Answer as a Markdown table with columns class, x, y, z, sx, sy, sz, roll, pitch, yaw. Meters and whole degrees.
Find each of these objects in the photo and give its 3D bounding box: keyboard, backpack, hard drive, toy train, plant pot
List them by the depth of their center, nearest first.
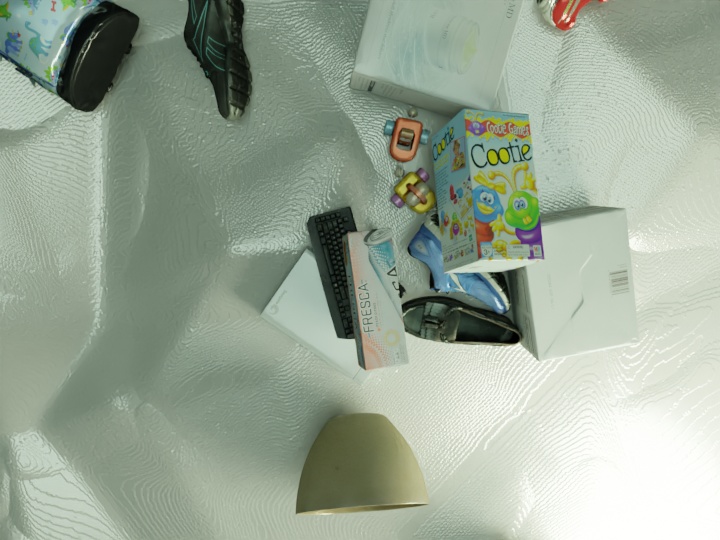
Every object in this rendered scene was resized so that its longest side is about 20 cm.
| class | x | y | z | sx | sy | sz | roll | pitch | yaw |
| --- | --- | --- | --- | --- | --- | --- | --- | --- | --- |
| backpack | -0.439 | -0.342 | 0.745 | 0.200 | 0.154 | 0.164 | 38 | 103 | 6 |
| toy train | 0.121 | -0.153 | 0.828 | 0.199 | 0.056 | 0.151 | 17 | 98 | -4 |
| plant pot | -0.002 | 0.297 | 0.845 | 0.199 | 0.201 | 0.135 | -4 | 64 | -2 |
| keyboard | 0.000 | 0.000 | 0.848 | 0.126 | 0.021 | 0.201 | -15 | 90 | -12 |
| hard drive | -0.041 | 0.074 | 0.873 | 0.199 | 0.027 | 0.132 | 36 | 96 | -7 |

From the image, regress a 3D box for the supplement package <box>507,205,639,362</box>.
| class | x | y | z | sx | sy | sz | roll | pitch | yaw |
| --- | --- | --- | --- | --- | --- | --- | --- | --- | --- |
| supplement package | 0.314 | 0.014 | 0.834 | 0.155 | 0.111 | 0.202 | -10 | 100 | 0 |

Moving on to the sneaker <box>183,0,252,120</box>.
| class | x | y | z | sx | sy | sz | roll | pitch | yaw |
| --- | --- | --- | --- | --- | --- | --- | --- | --- | --- |
| sneaker | -0.206 | -0.316 | 0.791 | 0.079 | 0.075 | 0.202 | -4 | 93 | 12 |

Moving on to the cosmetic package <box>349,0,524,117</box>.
| class | x | y | z | sx | sy | sz | roll | pitch | yaw |
| --- | --- | --- | --- | --- | --- | --- | --- | --- | --- |
| cosmetic package | 0.106 | -0.337 | 0.766 | 0.199 | 0.123 | 0.201 | 14 | 98 | -6 |

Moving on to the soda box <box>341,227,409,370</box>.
| class | x | y | z | sx | sy | sz | roll | pitch | yaw |
| --- | --- | --- | --- | --- | --- | --- | --- | --- | --- |
| soda box | 0.020 | 0.042 | 0.808 | 0.068 | 0.064 | 0.202 | -8 | 89 | -10 |

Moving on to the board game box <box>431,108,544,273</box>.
| class | x | y | z | sx | sy | sz | roll | pitch | yaw |
| --- | --- | --- | --- | --- | --- | --- | --- | --- | --- |
| board game box | 0.172 | -0.104 | 0.756 | 0.102 | 0.105 | 0.202 | -1 | 82 | -18 |

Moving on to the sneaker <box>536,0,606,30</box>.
| class | x | y | z | sx | sy | sz | roll | pitch | yaw |
| --- | --- | --- | --- | --- | --- | --- | --- | --- | --- |
| sneaker | 0.347 | -0.435 | 0.793 | 0.200 | 0.077 | 0.085 | -44 | 109 | 11 |

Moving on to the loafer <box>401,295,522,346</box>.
| class | x | y | z | sx | sy | sz | roll | pitch | yaw |
| --- | --- | --- | --- | --- | --- | --- | --- | --- | --- |
| loafer | 0.156 | 0.083 | 0.852 | 0.198 | 0.063 | 0.072 | 9 | 95 | -11 |

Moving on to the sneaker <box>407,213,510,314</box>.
| class | x | y | z | sx | sy | sz | roll | pitch | yaw |
| --- | --- | --- | --- | --- | --- | --- | --- | --- | --- |
| sneaker | 0.154 | 0.003 | 0.853 | 0.200 | 0.079 | 0.089 | 40 | 118 | -13 |
